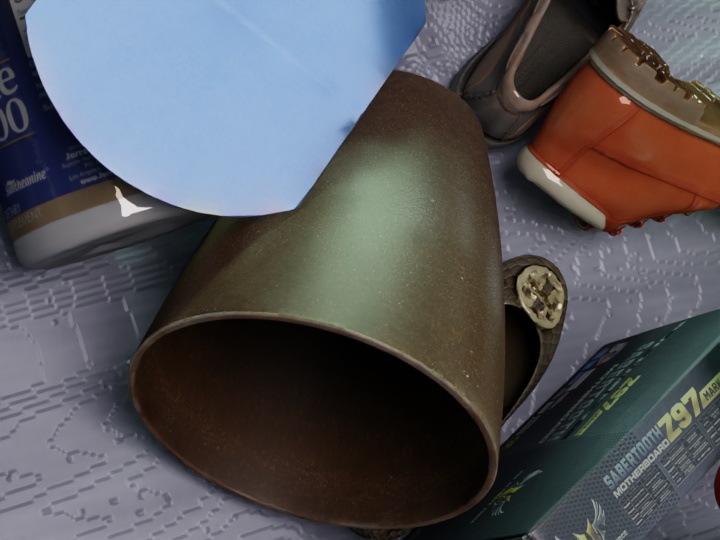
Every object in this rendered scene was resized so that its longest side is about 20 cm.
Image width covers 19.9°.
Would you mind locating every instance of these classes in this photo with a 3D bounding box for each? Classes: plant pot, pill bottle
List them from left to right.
[{"bbox_3d":[-0.148,-0.110,1.032,0.111,0.111,0.200,-17,87,-27],"label":"pill bottle"},{"bbox_3d":[0.000,0.000,1.058,0.187,0.187,0.200,30,53,-17],"label":"plant pot"}]

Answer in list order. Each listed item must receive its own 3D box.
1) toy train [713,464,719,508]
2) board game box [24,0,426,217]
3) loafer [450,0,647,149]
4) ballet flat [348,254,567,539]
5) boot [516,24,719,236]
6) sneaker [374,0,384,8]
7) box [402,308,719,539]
[{"bbox_3d":[0.243,0.113,1.040,0.116,0.085,0.200,-1,95,-50],"label":"toy train"},{"bbox_3d":[-0.066,-0.121,0.997,0.158,0.039,0.200,37,73,-12],"label":"board game box"},{"bbox_3d":[0.129,-0.151,1.201,0.072,0.063,0.200,43,65,-11],"label":"loafer"},{"bbox_3d":[0.059,0.068,1.132,0.067,0.046,0.200,46,64,-11],"label":"ballet flat"},{"bbox_3d":[0.177,-0.059,1.207,0.200,0.075,0.107,26,111,-39],"label":"boot"},{"bbox_3d":[0.053,-0.198,1.062,0.200,0.082,0.077,-52,136,-7],"label":"sneaker"},{"bbox_3d":[0.125,0.102,1.095,0.200,0.158,0.051,-42,99,-26],"label":"box"}]
